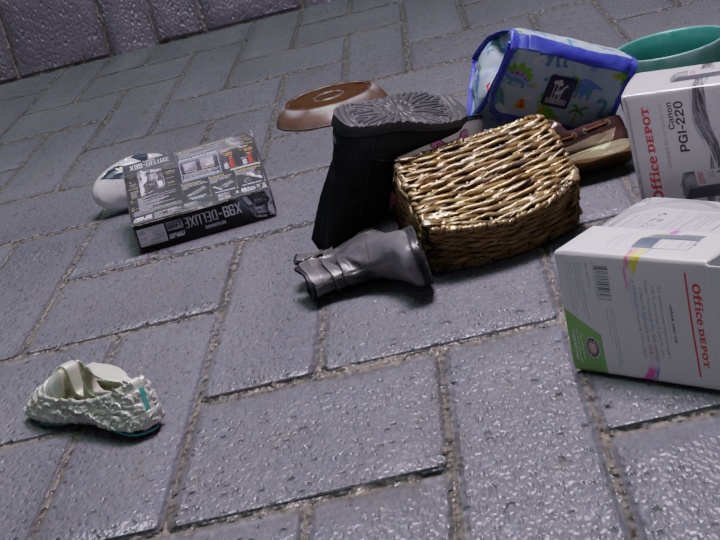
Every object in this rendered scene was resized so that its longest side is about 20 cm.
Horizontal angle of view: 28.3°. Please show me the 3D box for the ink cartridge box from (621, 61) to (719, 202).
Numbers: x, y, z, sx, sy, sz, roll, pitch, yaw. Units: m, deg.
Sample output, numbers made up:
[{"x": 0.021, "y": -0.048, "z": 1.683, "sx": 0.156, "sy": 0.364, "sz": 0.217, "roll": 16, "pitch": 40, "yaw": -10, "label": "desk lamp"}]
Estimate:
[{"x": 0.401, "y": -0.151, "z": 1.572, "sx": 0.199, "sy": 0.147, "sz": 0.085, "roll": -4, "pitch": 23, "yaw": 28, "label": "ink cartridge box"}]

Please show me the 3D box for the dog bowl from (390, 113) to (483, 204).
[{"x": 0.070, "y": -0.131, "z": 1.799, "sx": 0.199, "sy": 0.074, "sz": 0.200, "roll": -19, "pitch": 1, "yaw": 0, "label": "dog bowl"}]

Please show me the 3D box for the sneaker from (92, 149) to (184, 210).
[{"x": -0.300, "y": -0.134, "z": 2.132, "sx": 0.198, "sy": 0.080, "sz": 0.130, "roll": -8, "pitch": 9, "yaw": -12, "label": "sneaker"}]

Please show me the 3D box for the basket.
[{"x": 0.150, "y": -0.061, "z": 1.637, "sx": 0.199, "sy": 0.150, "sz": 0.143, "roll": -18, "pitch": 53, "yaw": -10, "label": "basket"}]

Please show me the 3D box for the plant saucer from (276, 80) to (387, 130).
[{"x": -0.052, "y": -0.288, "z": 2.449, "sx": 0.199, "sy": 0.032, "sz": 0.200, "roll": -14, "pitch": 20, "yaw": 5, "label": "plant saucer"}]

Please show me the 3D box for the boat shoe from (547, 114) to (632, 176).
[{"x": 0.238, "y": -0.150, "z": 1.764, "sx": 0.198, "sy": 0.073, "sz": 0.072, "roll": -14, "pitch": -14, "yaw": -4, "label": "boat shoe"}]

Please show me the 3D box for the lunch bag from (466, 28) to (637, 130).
[{"x": 0.240, "y": -0.242, "z": 1.819, "sx": 0.169, "sy": 0.128, "sz": 0.200, "roll": 9, "pitch": -16, "yaw": -11, "label": "lunch bag"}]

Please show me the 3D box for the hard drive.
[{"x": 0.334, "y": -0.030, "z": 1.456, "sx": 0.139, "sy": 0.038, "sz": 0.199, "roll": -29, "pitch": 25, "yaw": -34, "label": "hard drive"}]

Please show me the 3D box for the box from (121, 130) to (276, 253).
[{"x": -0.229, "y": -0.113, "z": 2.002, "sx": 0.199, "sy": 0.050, "sz": 0.158, "roll": -16, "pitch": 38, "yaw": -4, "label": "box"}]

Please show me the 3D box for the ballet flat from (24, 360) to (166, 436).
[{"x": -0.272, "y": 0.122, "z": 1.443, "sx": 0.199, "sy": 0.072, "sz": 0.072, "roll": 2, "pitch": 25, "yaw": 41, "label": "ballet flat"}]

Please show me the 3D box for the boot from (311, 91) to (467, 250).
[{"x": 0.033, "y": -0.107, "z": 1.672, "sx": 0.164, "sy": 0.201, "sz": 0.066, "roll": -5, "pitch": 41, "yaw": -16, "label": "boot"}]

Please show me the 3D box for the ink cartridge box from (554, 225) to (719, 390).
[{"x": 0.270, "y": 0.031, "z": 1.214, "sx": 0.067, "sy": 0.118, "sz": 0.199, "roll": -28, "pitch": 23, "yaw": -39, "label": "ink cartridge box"}]

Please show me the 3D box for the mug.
[{"x": 0.420, "y": -0.247, "z": 1.866, "sx": 0.151, "sy": 0.115, "sz": 0.185, "roll": 0, "pitch": 23, "yaw": 39, "label": "mug"}]

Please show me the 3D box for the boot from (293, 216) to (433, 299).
[{"x": 0.000, "y": 0.000, "z": 1.593, "sx": 0.131, "sy": 0.070, "sz": 0.200, "roll": -21, "pitch": 9, "yaw": -9, "label": "boot"}]
